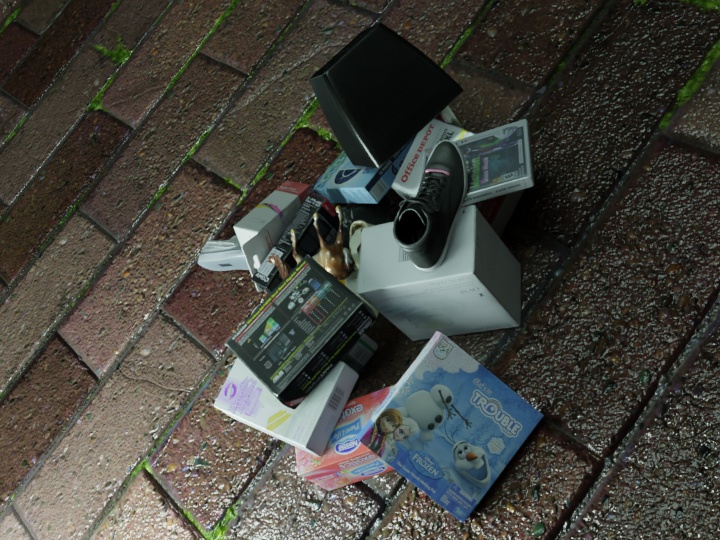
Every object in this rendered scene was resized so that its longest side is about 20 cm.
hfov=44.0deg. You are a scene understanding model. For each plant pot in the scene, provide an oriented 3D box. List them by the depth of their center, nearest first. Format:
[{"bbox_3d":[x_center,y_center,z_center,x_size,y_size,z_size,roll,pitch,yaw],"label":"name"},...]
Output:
[{"bbox_3d":[0.025,-0.311,1.547,0.199,0.178,0.200,-43,16,-4],"label":"plant pot"}]

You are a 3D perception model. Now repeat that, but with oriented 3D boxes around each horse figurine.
[{"bbox_3d":[-0.079,-0.022,1.529,0.200,0.050,0.133,-28,67,40],"label":"horse figurine"}]

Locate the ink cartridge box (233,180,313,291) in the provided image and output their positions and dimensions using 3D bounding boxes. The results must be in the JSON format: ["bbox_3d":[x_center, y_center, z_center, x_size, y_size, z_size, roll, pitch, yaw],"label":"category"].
[{"bbox_3d":[-0.163,-0.066,1.680,0.067,0.117,0.200,15,46,36],"label":"ink cartridge box"}]

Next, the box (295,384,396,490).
[{"bbox_3d":[0.003,0.269,1.423,0.199,0.103,0.095,-22,54,19],"label":"box"}]

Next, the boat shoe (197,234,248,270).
[{"bbox_3d":[-0.248,-0.041,1.799,0.199,0.074,0.066,0,67,32],"label":"boat shoe"}]

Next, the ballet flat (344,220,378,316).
[{"bbox_3d":[0.000,0.000,1.503,0.069,0.069,0.201,-15,52,26],"label":"ballet flat"}]

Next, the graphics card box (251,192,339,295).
[{"bbox_3d":[-0.102,-0.029,1.659,0.051,0.125,0.201,25,78,38],"label":"graphics card box"}]

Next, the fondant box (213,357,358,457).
[{"bbox_3d":[-0.121,0.193,1.434,0.199,0.058,0.145,16,73,34],"label":"fondant box"}]

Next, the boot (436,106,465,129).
[{"bbox_3d":[0.134,-0.227,1.663,0.144,0.072,0.200,-36,52,12],"label":"boot"}]

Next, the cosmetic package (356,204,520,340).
[{"bbox_3d":[0.130,0.012,1.429,0.198,0.200,0.124,-11,60,28],"label":"cosmetic package"}]

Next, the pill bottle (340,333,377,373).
[{"bbox_3d":[-0.071,0.174,1.522,0.113,0.113,0.200,34,83,42],"label":"pill bottle"}]

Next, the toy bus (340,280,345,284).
[{"bbox_3d":[0.016,0.010,1.588,0.199,0.078,0.065,-28,50,17],"label":"toy bus"}]

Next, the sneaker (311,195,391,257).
[{"bbox_3d":[-0.022,-0.066,1.632,0.199,0.060,0.105,-18,72,-19],"label":"sneaker"}]

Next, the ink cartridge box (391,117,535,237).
[{"bbox_3d":[0.175,-0.160,1.539,0.199,0.083,0.146,26,89,26],"label":"ink cartridge box"}]

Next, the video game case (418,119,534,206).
[{"bbox_3d":[0.181,-0.164,1.411,0.181,0.023,0.200,-15,31,18],"label":"video game case"}]

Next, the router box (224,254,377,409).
[{"bbox_3d":[-0.094,0.095,1.399,0.200,0.062,0.150,-47,53,-5],"label":"router box"}]

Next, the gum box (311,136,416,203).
[{"bbox_3d":[0.015,-0.199,1.678,0.170,0.045,0.200,-52,28,-19],"label":"gum box"}]

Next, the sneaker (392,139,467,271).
[{"bbox_3d":[0.103,-0.105,1.295,0.070,0.099,0.201,9,80,25],"label":"sneaker"}]

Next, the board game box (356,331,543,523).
[{"bbox_3d":[0.132,0.229,1.314,0.199,0.200,0.043,-52,5,-5],"label":"board game box"}]
